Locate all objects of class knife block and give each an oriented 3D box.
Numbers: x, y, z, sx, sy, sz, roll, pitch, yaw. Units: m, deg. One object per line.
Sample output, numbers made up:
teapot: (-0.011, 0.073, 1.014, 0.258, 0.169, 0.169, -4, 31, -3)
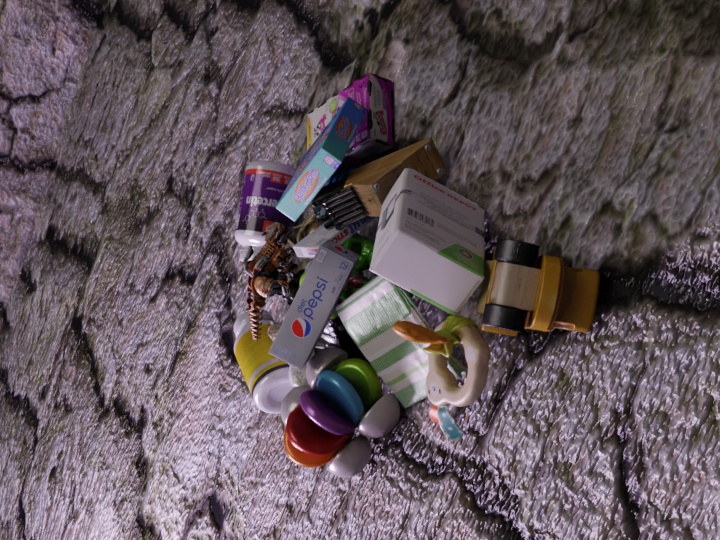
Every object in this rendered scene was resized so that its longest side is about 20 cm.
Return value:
knife block: (0.020, -0.143, 1.631, 0.200, 0.064, 0.175, -39, 24, -22)

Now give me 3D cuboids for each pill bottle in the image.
pill bottle: (-0.175, 0.165, 1.851, 0.112, 0.112, 0.200, -58, 40, 25)
pill bottle: (-0.189, -0.113, 1.963, 0.112, 0.112, 0.201, -1, 79, 54)

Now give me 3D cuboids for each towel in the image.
towel: (0.058, 0.108, 1.522, 0.200, 0.023, 0.152, 52, 133, -2)

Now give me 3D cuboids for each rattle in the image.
rattle: (0.098, 0.165, 1.408, 0.130, 0.143, 0.200, 45, 130, 28)

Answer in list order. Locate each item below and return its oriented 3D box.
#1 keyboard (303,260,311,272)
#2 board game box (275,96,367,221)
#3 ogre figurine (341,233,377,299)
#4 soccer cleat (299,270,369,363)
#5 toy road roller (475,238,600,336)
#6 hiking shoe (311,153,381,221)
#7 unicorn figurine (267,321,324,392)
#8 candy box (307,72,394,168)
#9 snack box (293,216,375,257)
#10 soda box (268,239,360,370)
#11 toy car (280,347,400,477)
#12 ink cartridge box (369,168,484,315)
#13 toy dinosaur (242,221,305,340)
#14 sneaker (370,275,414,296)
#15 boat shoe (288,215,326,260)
keyboard: (-0.093, -0.007, 1.822, 0.056, 0.011, 0.200, -62, 8, -29)
board game box: (-0.066, -0.195, 1.693, 0.152, 0.045, 0.200, -48, 13, 34)
ogre figurine: (0.000, 0.000, 1.680, 0.200, 0.098, 0.120, -129, 48, -61)
soccer cleat: (-0.043, 0.088, 1.660, 0.200, 0.067, 0.081, 60, 168, 0)
toy road roller: (0.241, 0.033, 1.338, 0.200, 0.145, 0.123, 63, -142, -87)
hiking shoe: (-0.034, -0.163, 1.782, 0.200, 0.074, 0.087, -39, 68, 40)
unicorn figurine: (-0.097, 0.147, 1.734, 0.074, 0.137, 0.200, 85, 180, -47)
candy box: (-0.022, -0.263, 1.827, 0.200, 0.061, 0.137, -25, 60, 49)
snack box: (-0.022, -0.083, 1.667, 0.072, 0.200, 0.024, 2, 123, 50)
soda box: (-0.074, 0.054, 1.571, 0.200, 0.063, 0.068, -64, -3, 14)
toy car: (-0.051, 0.233, 1.581, 0.175, 0.150, 0.200, 41, 110, 20)
ink cartridge box: (0.103, -0.047, 1.445, 0.084, 0.145, 0.200, -57, 11, 30)
toy dinosaur: (-0.154, 0.019, 1.731, 0.200, 0.135, 0.102, -62, 31, 22)
sneaker: (0.075, -0.002, 1.561, 0.200, 0.066, 0.091, -53, 17, 4)
boat shoe: (-0.099, -0.064, 1.796, 0.073, 0.063, 0.201, -58, 6, -6)
